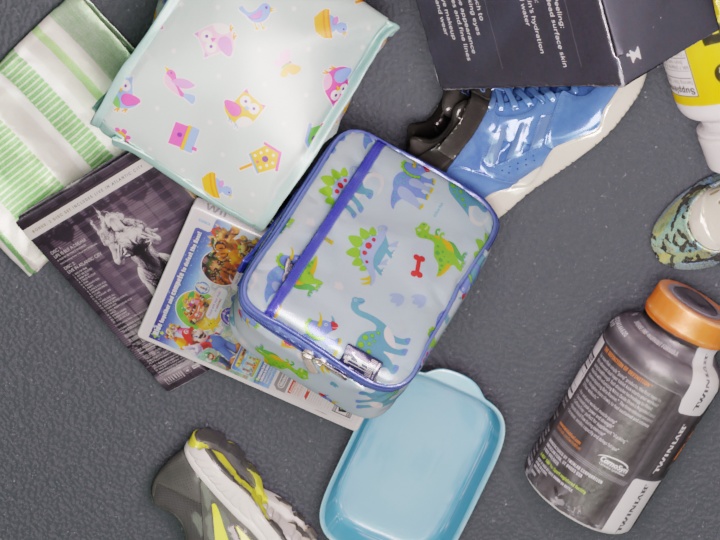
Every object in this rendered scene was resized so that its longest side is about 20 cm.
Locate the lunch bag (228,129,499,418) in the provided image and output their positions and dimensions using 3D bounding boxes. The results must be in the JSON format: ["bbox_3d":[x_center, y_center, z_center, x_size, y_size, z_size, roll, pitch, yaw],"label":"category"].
[{"bbox_3d":[0.000,0.000,1.624,0.160,0.200,0.083,32,152,4],"label":"lunch bag"}]

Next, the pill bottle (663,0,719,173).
[{"bbox_3d":[0.283,-0.184,1.611,0.114,0.114,0.201,-18,107,10],"label":"pill bottle"}]

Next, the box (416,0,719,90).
[{"bbox_3d":[0.135,-0.244,1.548,0.117,0.200,0.197,-29,111,-34],"label":"box"}]

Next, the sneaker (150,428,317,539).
[{"bbox_3d":[-0.100,0.229,1.811,0.085,0.074,0.200,-35,94,21],"label":"sneaker"}]

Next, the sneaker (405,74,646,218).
[{"bbox_3d":[0.123,-0.130,1.659,0.200,0.077,0.111,-39,112,22],"label":"sneaker"}]

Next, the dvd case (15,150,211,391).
[{"bbox_3d":[-0.165,-0.002,1.723,0.148,0.016,0.200,-28,115,28],"label":"dvd case"}]

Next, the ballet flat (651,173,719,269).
[{"bbox_3d":[0.322,-0.058,1.673,0.199,0.074,0.074,-25,106,9],"label":"ballet flat"}]

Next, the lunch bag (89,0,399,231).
[{"bbox_3d":[-0.092,-0.151,1.634,0.170,0.122,0.200,33,92,-8],"label":"lunch bag"}]

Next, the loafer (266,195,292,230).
[{"bbox_3d":[-0.043,-0.009,1.718,0.200,0.068,0.071,29,107,-7],"label":"loafer"}]

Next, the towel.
[{"bbox_3d":[-0.249,-0.108,1.724,0.200,0.023,0.153,-40,101,16],"label":"towel"}]

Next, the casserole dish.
[{"bbox_3d":[0.044,0.166,1.789,0.121,0.039,0.201,23,108,-4],"label":"casserole dish"}]

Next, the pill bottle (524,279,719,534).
[{"bbox_3d":[0.225,0.107,1.719,0.106,0.106,0.200,27,109,-5],"label":"pill bottle"}]

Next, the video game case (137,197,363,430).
[{"bbox_3d":[-0.066,0.037,1.706,0.199,0.018,0.143,24,124,-5],"label":"video game case"}]
